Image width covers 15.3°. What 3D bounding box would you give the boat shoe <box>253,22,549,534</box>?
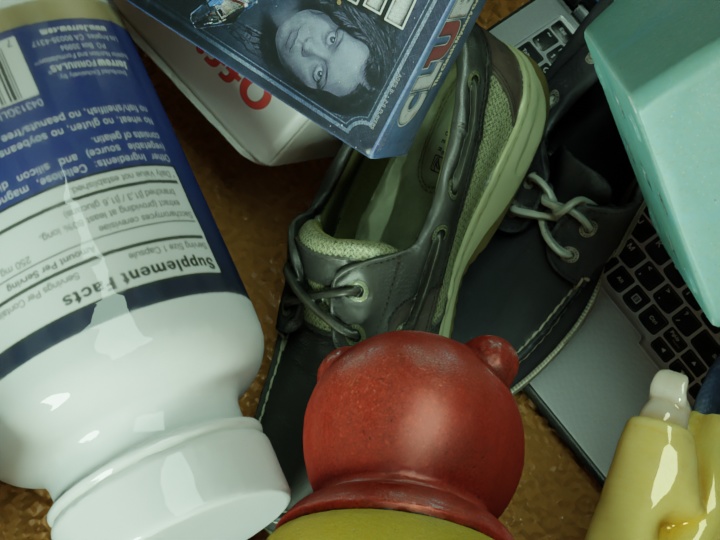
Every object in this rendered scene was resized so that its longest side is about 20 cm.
[{"bbox_3d":[0.001,0.000,0.969,0.071,0.066,0.202,20,81,40],"label":"boat shoe"}]

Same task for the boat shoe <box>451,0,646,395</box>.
[{"bbox_3d":[0.073,-0.035,1.000,0.072,0.063,0.201,35,90,10],"label":"boat shoe"}]

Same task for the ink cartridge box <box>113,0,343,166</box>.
[{"bbox_3d":[-0.006,-0.160,0.989,0.147,0.200,0.086,47,23,12],"label":"ink cartridge box"}]

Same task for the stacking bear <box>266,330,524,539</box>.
[{"bbox_3d":[0.011,0.115,0.876,0.121,0.114,0.201,-10,58,29],"label":"stacking bear"}]

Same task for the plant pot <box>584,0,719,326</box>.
[{"bbox_3d":[0.189,-0.069,0.923,0.199,0.141,0.142,-23,111,3],"label":"plant pot"}]

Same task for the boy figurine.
[{"bbox_3d":[0.116,0.095,0.946,0.064,0.125,0.200,19,64,42],"label":"boy figurine"}]

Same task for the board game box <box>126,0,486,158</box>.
[{"bbox_3d":[0.002,-0.159,0.919,0.135,0.201,0.035,33,17,18],"label":"board game box"}]

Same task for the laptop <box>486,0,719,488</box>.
[{"bbox_3d":[0.129,-0.051,1.031,0.199,0.116,0.188,-34,79,-25],"label":"laptop"}]

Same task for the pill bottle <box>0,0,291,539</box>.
[{"bbox_3d":[-0.100,0.007,0.945,0.110,0.111,0.201,-19,73,-22],"label":"pill bottle"}]
